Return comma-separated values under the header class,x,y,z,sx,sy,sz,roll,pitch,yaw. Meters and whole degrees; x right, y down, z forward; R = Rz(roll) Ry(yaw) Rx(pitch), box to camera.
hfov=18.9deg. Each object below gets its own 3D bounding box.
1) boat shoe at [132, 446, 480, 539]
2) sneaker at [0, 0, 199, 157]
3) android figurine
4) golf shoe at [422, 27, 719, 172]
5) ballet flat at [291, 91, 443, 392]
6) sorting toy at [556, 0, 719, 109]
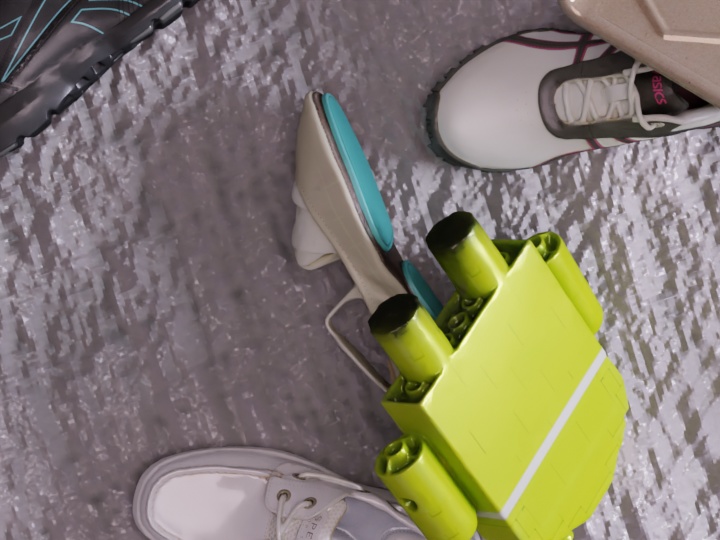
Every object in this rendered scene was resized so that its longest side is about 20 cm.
class,x,y,z,sx,sy,sz,roll,pitch,yaw
boat shoe,-0.026,0.142,1.191,0.200,0.069,0.071,10,93,-6
sneaker,-0.149,-0.144,1.162,0.200,0.075,0.079,-39,94,-4
android figurine,0.080,0.069,1.175,0.200,0.041,0.182,53,57,-32
golf shoe,0.134,-0.102,1.191,0.200,0.088,0.077,-12,95,-5
ballet flat,0.000,0.000,1.194,0.069,0.069,0.200,-29,96,-5
sorting toy,0.230,-0.156,1.159,0.200,0.036,0.185,34,70,9
